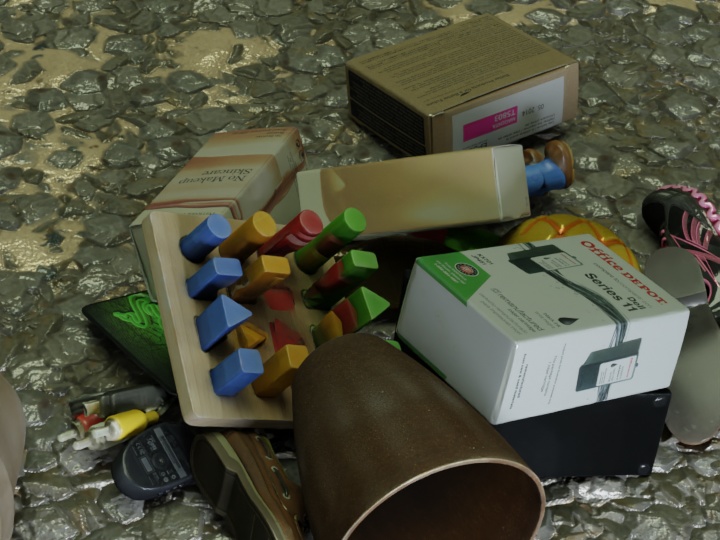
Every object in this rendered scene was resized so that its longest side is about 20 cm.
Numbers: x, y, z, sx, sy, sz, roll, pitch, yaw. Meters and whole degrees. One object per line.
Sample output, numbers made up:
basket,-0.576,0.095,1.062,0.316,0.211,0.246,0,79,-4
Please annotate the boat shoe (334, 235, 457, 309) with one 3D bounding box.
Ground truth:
boat shoe,0.000,0.000,1.843,0.200,0.074,0.066,-1,9,-9

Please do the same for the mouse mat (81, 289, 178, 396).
mouse mat,-0.148,0.056,1.775,0.161,0.008,0.200,-15,30,-30

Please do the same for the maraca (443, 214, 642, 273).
maraca,0.177,-0.004,1.821,0.200,0.107,0.137,17,9,2

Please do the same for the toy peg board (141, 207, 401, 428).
toy peg board,-0.067,0.028,1.672,0.199,0.098,0.200,6,58,-39

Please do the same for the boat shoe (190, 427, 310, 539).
boat shoe,-0.070,0.204,1.589,0.068,0.072,0.200,-6,47,-32

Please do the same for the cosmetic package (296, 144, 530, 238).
cosmetic package,0.051,-0.073,1.818,0.200,0.071,0.105,-6,2,20

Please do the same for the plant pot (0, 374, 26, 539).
plant pot,-0.356,0.156,1.562,0.200,0.200,0.174,10,24,9

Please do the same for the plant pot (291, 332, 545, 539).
plant pot,0.024,0.150,1.561,0.187,0.187,0.200,-13,46,-19

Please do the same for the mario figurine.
mario figurine,0.116,-0.097,1.935,0.200,0.124,0.106,-20,57,-31

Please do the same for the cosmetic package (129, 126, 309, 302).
cosmetic package,-0.130,-0.057,1.858,0.103,0.087,0.200,-3,29,23

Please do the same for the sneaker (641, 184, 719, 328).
sneaker,0.324,-0.010,1.883,0.095,0.079,0.200,-25,44,-14

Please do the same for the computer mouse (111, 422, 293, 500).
computer mouse,-0.133,0.154,1.682,0.200,0.034,0.059,-18,70,-34

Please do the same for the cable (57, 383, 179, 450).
cable,-0.179,0.124,1.715,0.200,0.050,0.097,-8,1,-36

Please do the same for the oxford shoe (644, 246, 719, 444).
oxford shoe,0.304,0.079,1.773,0.071,0.071,0.200,-6,56,8

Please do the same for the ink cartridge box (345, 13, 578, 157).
ink cartridge box,0.110,-0.196,2.072,0.200,0.075,0.165,-21,37,-26

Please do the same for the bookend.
bookend,0.148,0.090,1.727,0.198,0.092,0.200,0,33,-14

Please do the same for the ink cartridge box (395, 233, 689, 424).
ink cartridge box,0.156,0.045,1.620,0.200,0.083,0.147,-8,34,-36
